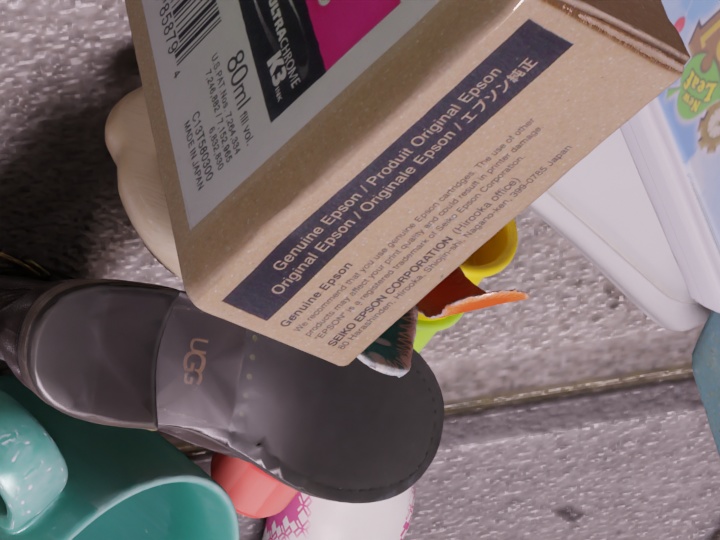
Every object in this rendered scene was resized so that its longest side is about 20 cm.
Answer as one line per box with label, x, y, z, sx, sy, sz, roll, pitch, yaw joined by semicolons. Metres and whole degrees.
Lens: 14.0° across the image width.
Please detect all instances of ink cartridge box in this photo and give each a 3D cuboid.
ink cartridge box;0.003;-0.098;0.962;0.075;0.201;0.165;23;127;-37

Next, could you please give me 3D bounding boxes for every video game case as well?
video game case;0.155;-0.109;1.051;0.182;0.022;0.200;-49;141;-17

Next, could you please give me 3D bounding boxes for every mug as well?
mug;-0.138;0.106;1.210;0.152;0.114;0.186;-17;133;-47

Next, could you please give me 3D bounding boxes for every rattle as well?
rattle;0.000;0.000;1.072;0.130;0.200;0.143;-31;140;-27

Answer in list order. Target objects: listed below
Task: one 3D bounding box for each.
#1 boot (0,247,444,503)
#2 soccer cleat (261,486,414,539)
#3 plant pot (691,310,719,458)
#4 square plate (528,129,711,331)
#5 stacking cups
boot;-0.083;0.027;1.133;0.199;0.174;0.070;19;89;-29
soccer cleat;-0.020;0.160;1.345;0.069;0.087;0.200;6;136;-23
plant pot;0.253;0.051;1.198;0.200;0.197;0.196;-24;167;41
square plate;0.161;-0.059;1.191;0.199;0.029;0.198;-32;137;20
stacking cups;-0.009;0.032;1.229;0.060;0.061;0.200;11;141;-27
